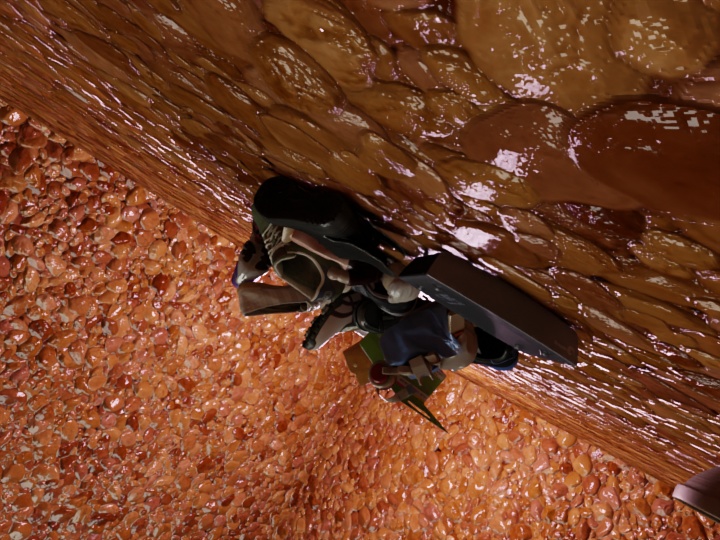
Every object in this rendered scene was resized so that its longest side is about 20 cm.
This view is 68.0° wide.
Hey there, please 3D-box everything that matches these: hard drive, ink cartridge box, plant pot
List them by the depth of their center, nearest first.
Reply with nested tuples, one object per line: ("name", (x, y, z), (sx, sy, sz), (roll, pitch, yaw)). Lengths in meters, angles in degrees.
("hard drive", (0.148, 0.042, 0.624), (0.198, 0.043, 0.135), (31, 173, -8))
("plant pot", (0.630, 0.383, 0.868), (0.198, 0.094, 0.201), (29, 174, 3))
("ink cartridge box", (0.101, 0.196, 1.008), (0.147, 0.076, 0.200), (40, -177, -30))

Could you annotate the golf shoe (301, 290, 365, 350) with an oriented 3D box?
("golf shoe", (-0.018, 0.075, 0.914), (0.088, 0.200, 0.077), (46, 146, -4))

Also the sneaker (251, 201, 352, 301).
("sneaker", (-0.101, -0.033, 0.771), (0.200, 0.067, 0.090), (44, -148, 11))

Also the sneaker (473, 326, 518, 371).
("sneaker", (0.171, 0.125, 0.916), (0.196, 0.071, 0.078), (2, 153, 22))

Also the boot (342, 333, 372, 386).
("boot", (0.028, 0.146, 1.124), (0.071, 0.141, 0.205), (-116, 10, -70))

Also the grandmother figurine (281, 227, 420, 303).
("grandmother figurine", (-0.008, -0.017, 0.710), (0.197, 0.122, 0.061), (28, 132, 8))

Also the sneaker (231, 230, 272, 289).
("sneaker", (-0.192, -0.036, 1.005), (0.080, 0.083, 0.201), (40, -147, -7))

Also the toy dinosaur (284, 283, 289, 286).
("toy dinosaur", (-0.117, 0.011, 1.064), (0.198, 0.103, 0.058), (27, -159, 35))

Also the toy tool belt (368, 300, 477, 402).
("toy tool belt", (0.084, 0.120, 0.831), (0.127, 0.198, 0.123), (65, -168, 26))

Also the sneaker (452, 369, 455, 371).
("sneaker", (0.175, 0.149, 1.113), (0.119, 0.085, 0.200), (20, 164, 32))

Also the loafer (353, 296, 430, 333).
("loafer", (0.077, 0.072, 0.925), (0.197, 0.074, 0.062), (3, 175, -42))

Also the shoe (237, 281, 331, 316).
("shoe", (-0.121, 0.057, 0.954), (0.196, 0.054, 0.070), (2, 147, -20))

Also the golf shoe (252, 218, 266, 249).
("golf shoe", (-0.109, -0.040, 0.974), (0.197, 0.074, 0.092), (30, 175, -2))

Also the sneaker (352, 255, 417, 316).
("sneaker", (0.000, 0.000, 0.830), (0.197, 0.077, 0.114), (26, 169, 9))

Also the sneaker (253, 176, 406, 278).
("sneaker", (-0.043, -0.054, 0.654), (0.198, 0.061, 0.104), (20, 165, 42))

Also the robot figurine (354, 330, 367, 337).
("robot figurine", (0.061, 0.117, 1.216), (0.197, 0.114, 0.170), (29, 141, -3))
